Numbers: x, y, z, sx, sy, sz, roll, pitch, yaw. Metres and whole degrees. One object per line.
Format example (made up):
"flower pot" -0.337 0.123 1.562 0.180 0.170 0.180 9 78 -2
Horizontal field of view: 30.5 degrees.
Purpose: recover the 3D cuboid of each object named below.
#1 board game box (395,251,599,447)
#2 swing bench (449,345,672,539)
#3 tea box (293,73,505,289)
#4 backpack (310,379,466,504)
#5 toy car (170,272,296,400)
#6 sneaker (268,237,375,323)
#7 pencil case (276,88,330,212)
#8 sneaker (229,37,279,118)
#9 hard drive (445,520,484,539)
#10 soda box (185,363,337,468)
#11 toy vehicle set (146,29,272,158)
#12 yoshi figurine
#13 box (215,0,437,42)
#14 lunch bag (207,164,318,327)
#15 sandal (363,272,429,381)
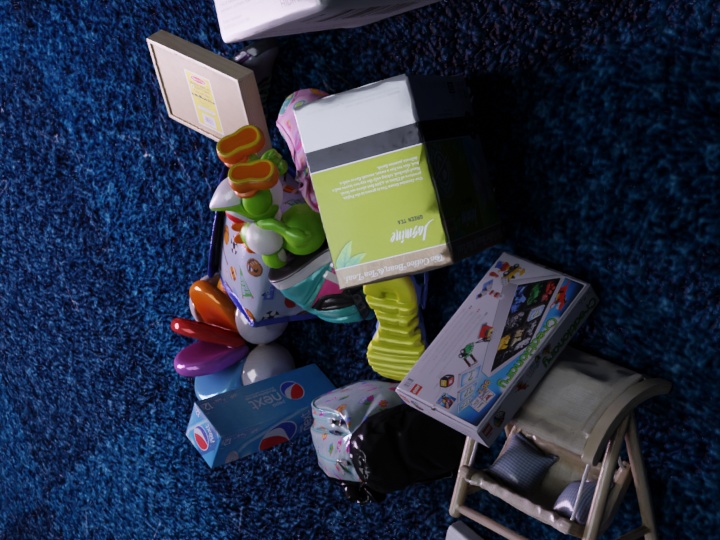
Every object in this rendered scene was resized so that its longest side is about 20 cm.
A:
"board game box" 0.143 0.078 1.388 0.126 0.200 0.035 24 159 45
"swing bench" 0.204 0.187 1.390 0.199 0.130 0.201 20 118 47
"tea box" 0.047 -0.098 1.399 0.133 0.200 0.197 -13 94 23
"backpack" 0.022 0.204 1.620 0.200 0.166 0.127 -1 96 64
"toy car" -0.192 0.101 1.838 0.175 0.150 0.201 10 111 49
"sneaker" 0.000 0.000 1.622 0.200 0.121 0.084 -27 35 21
"pencil case" -0.046 -0.142 1.562 0.200 0.087 0.088 -110 26 -56
"sneaker" -0.136 -0.232 1.726 0.088 0.074 0.200 58 152 4
"hard drive" 0.172 0.412 1.596 0.200 0.026 0.132 35 128 39
"soda box" -0.127 0.190 1.747 0.068 0.200 0.064 47 135 31
"toy vehicle set" -0.197 -0.229 1.722 0.200 0.026 0.124 29 143 39
"yoshi figurine" -0.095 -0.078 1.544 0.112 0.113 0.200 22 153 24
"box" -0.038 -0.355 1.427 0.200 0.199 0.172 -4 99 52
"lunch bag" -0.133 -0.048 1.741 0.200 0.124 0.170 51 139 49
"sandal" 0.052 0.054 1.583 0.079 0.087 0.200 13 136 13
